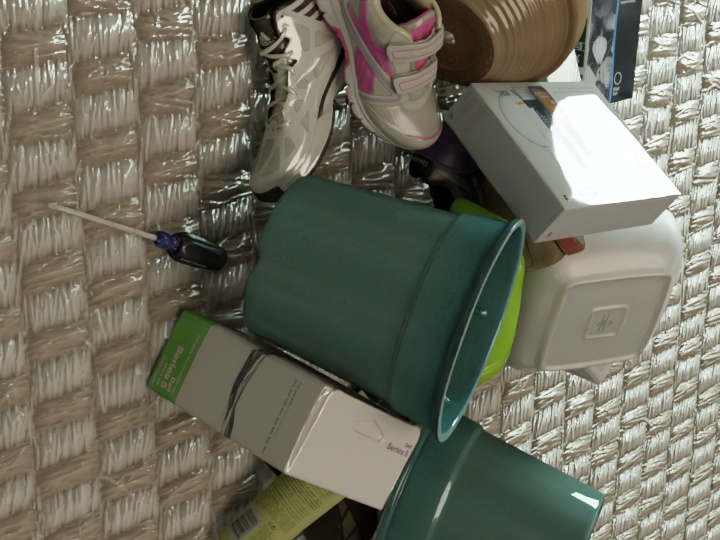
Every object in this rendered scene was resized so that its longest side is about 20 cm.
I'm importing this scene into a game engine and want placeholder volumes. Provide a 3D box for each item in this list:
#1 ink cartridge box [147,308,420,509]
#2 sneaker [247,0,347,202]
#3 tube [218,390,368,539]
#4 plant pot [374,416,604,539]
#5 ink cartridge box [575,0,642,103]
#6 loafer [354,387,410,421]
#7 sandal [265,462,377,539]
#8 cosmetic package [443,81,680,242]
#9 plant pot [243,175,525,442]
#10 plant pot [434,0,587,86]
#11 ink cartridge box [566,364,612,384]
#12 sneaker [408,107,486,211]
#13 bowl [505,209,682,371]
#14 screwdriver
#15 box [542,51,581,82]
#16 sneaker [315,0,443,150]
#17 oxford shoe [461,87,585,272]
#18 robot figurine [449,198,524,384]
[{"bbox_3d":[-0.068,0.122,1.266,0.145,0.200,0.084,29,87,-47],"label":"ink cartridge box"},{"bbox_3d":[-0.074,-0.168,1.262,0.115,0.075,0.201,35,70,-38],"label":"sneaker"},{"bbox_3d":[-0.048,0.211,1.376,0.200,0.052,0.058,-43,115,6],"label":"tube"},{"bbox_3d":[0.138,0.264,1.482,0.200,0.195,0.201,21,90,-77],"label":"plant pot"},{"bbox_3d":[0.273,-0.286,1.595,0.099,0.039,0.201,-18,116,-41],"label":"ink cartridge box"},{"bbox_3d":[0.040,0.124,1.480,0.068,0.070,0.201,32,81,-47],"label":"loafer"},{"bbox_3d":[-0.047,0.211,1.436,0.082,0.055,0.200,-34,115,0],"label":"sandal"},{"bbox_3d":[0.190,-0.105,1.320,0.199,0.151,0.052,-10,150,-47],"label":"cosmetic package"},{"bbox_3d":[0.017,0.018,1.224,0.200,0.195,0.201,21,90,-76],"label":"plant pot"},{"bbox_3d":[0.098,-0.238,1.298,0.093,0.200,0.201,-52,136,-36],"label":"plant pot"},{"bbox_3d":[0.244,0.016,1.643,0.145,0.084,0.200,-57,137,-13],"label":"ink cartridge box"},{"bbox_3d":[0.117,-0.076,1.493,0.200,0.076,0.088,45,76,-35],"label":"sneaker"},{"bbox_3d":[0.244,0.030,1.503,0.199,0.075,0.201,-5,132,-20],"label":"bowl"},{"bbox_3d":[-0.185,-0.030,1.211,0.200,0.029,0.028,19,90,-53],"label":"screwdriver"},{"bbox_3d":[0.189,-0.158,1.469,0.082,0.068,0.201,-6,83,-53],"label":"box"},{"bbox_3d":[0.031,-0.194,1.249,0.081,0.088,0.201,-45,122,-34],"label":"sneaker"},{"bbox_3d":[0.142,-0.092,1.400,0.201,0.075,0.070,62,21,8],"label":"oxford shoe"},{"bbox_3d":[0.097,0.032,1.381,0.175,0.115,0.201,-40,147,-38],"label":"robot figurine"}]
